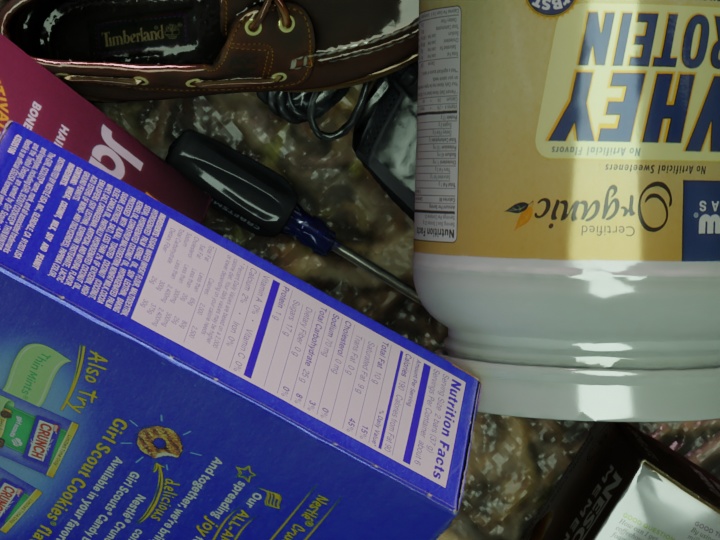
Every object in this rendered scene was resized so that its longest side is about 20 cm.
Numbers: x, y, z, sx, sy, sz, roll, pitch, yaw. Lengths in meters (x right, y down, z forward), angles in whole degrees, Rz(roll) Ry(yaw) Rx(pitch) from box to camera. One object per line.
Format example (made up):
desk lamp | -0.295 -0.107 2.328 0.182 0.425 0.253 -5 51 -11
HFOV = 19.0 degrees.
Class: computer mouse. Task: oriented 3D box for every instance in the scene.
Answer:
computer mouse | 0.061 -0.052 0.931 0.138 0.053 0.200 -38 86 5

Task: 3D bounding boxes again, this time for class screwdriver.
screwdriver | 0.000 0.000 0.945 0.199 0.028 0.029 35 125 -8

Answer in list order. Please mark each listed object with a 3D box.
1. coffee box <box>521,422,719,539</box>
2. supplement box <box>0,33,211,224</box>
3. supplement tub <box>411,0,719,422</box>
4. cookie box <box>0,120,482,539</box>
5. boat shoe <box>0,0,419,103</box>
coffee box | 0.091 0.173 0.928 0.079 0.114 0.201 32 96 -6
supplement box | -0.169 -0.032 0.854 0.200 0.111 0.085 38 130 -21
supplement tub | 0.092 -0.048 0.826 0.143 0.144 0.202 1 92 -3
cookie box | -0.083 0.065 0.794 0.199 0.075 0.171 29 131 -11
boat shoe | -0.052 -0.106 0.887 0.198 0.070 0.071 -12 85 8
